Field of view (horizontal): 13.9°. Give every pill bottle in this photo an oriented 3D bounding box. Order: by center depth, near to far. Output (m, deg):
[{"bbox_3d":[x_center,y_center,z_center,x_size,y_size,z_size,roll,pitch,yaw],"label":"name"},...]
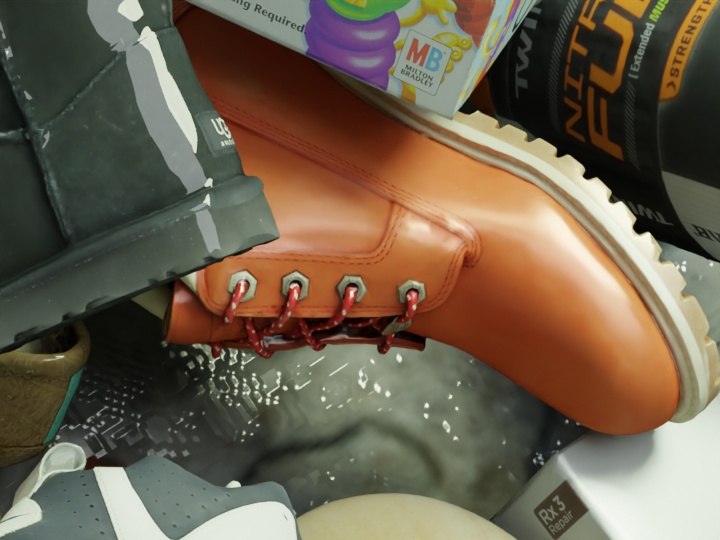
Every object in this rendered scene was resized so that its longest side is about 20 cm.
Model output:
[{"bbox_3d":[0.109,-0.058,0.909,0.106,0.200,0.107,-8,107,-29],"label":"pill bottle"}]

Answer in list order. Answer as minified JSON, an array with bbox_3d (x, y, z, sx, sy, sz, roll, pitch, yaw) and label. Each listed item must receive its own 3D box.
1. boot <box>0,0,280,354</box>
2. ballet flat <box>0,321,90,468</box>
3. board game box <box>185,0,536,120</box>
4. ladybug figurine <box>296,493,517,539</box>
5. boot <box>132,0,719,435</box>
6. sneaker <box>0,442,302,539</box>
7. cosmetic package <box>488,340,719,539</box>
[{"bbox_3d":[-0.128,-0.072,0.760,0.066,0.164,0.201,-19,87,-80],"label":"boot"},{"bbox_3d":[-0.145,-0.033,0.825,0.200,0.072,0.068,51,40,0],"label":"ballet flat"},{"bbox_3d":[0.023,-0.141,0.830,0.105,0.103,0.200,25,30,6],"label":"board game box"},{"bbox_3d":[0.020,0.163,0.817,0.135,0.072,0.201,-12,69,4],"label":"ladybug figurine"},{"bbox_3d":[0.000,0.000,0.817,0.200,0.075,0.107,34,62,11],"label":"boot"},{"bbox_3d":[-0.019,0.114,0.761,0.199,0.080,0.130,29,32,-11],"label":"sneaker"},{"bbox_3d":[0.120,0.067,0.909,0.200,0.113,0.081,-32,79,-35],"label":"cosmetic package"}]
